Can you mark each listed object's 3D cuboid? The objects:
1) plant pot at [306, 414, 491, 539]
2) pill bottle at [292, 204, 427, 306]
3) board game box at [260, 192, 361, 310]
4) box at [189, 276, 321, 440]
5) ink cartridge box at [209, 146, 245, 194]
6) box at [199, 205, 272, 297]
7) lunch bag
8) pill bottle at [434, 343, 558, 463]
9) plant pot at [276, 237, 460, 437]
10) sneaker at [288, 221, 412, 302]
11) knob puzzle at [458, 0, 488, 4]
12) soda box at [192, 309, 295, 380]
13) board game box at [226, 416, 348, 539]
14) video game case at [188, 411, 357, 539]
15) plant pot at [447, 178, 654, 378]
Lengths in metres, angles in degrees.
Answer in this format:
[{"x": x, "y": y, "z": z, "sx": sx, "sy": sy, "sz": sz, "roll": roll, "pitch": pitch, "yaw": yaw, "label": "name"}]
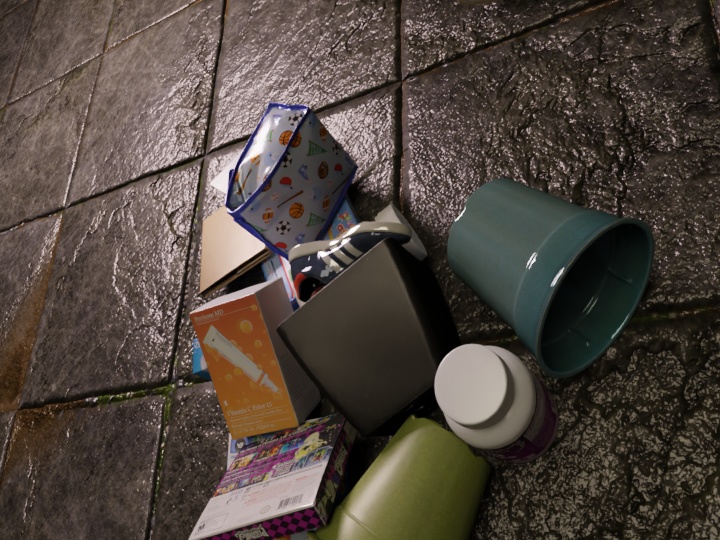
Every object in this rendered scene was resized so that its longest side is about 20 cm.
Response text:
[{"x": 0.066, "y": 0.291, "z": 0.732, "sx": 0.196, "sy": 0.201, "sz": 0.192, "roll": 22, "pitch": 68, "yaw": 37, "label": "plant pot"}, {"x": 0.000, "y": 0.000, "z": 0.930, "sx": 0.198, "sy": 0.114, "sz": 0.116, "roll": -39, "pitch": 54, "yaw": 12, "label": "pill bottle"}, {"x": -0.085, "y": -0.038, "z": 1.050, "sx": 0.198, "sy": 0.036, "sz": 0.154, "roll": -37, "pitch": 53, "yaw": 14, "label": "board game box"}, {"x": -0.156, "y": 0.132, "z": 0.916, "sx": 0.121, "sy": 0.097, "sz": 0.207, "roll": -16, "pitch": 97, "yaw": 21, "label": "box"}, {"x": -0.165, "y": -0.190, "z": 1.136, "sx": 0.171, "sy": 0.044, "sz": 0.201, "roll": 28, "pitch": 70, "yaw": 38, "label": "ink cartridge box"}, {"x": -0.239, "y": -0.065, "z": 1.143, "sx": 0.161, "sy": 0.021, "sz": 0.204, "roll": -31, "pitch": 44, "yaw": 18, "label": "box"}, {"x": -0.120, "y": -0.138, "z": 0.988, "sx": 0.121, "sy": 0.169, "sz": 0.205, "roll": 15, "pitch": 74, "yaw": 40, "label": "lunch bag"}, {"x": 0.159, "y": 0.155, "z": 0.705, "sx": 0.109, "sy": 0.199, "sz": 0.116, "roll": -13, "pitch": 62, "yaw": 26, "label": "pill bottle"}, {"x": 0.039, "y": 0.109, "z": 0.820, "sx": 0.198, "sy": 0.199, "sz": 0.180, "roll": -38, "pitch": 66, "yaw": 11, "label": "plant pot"}, {"x": -0.013, "y": -0.005, "z": 0.835, "sx": 0.195, "sy": 0.074, "sz": 0.088, "roll": -17, "pitch": 69, "yaw": 31, "label": "sneaker"}, {"x": 0.224, "y": -0.504, "z": 0.972, "sx": 0.214, "sy": 0.219, "sz": 0.031, "roll": -20, "pitch": 59, "yaw": 23, "label": "knob puzzle"}, {"x": -0.192, "y": 0.125, "z": 1.027, "sx": 0.195, "sy": 0.068, "sz": 0.066, "roll": -24, "pitch": 58, "yaw": 22, "label": "soda box"}, {"x": -0.111, "y": 0.334, "z": 0.890, "sx": 0.194, "sy": 0.056, "sz": 0.202, "roll": -15, "pitch": 62, "yaw": 27, "label": "board game box"}, {"x": -0.108, "y": 0.274, "z": 0.789, "sx": 0.195, "sy": 0.037, "sz": 0.182, "roll": -25, "pitch": 16, "yaw": 21, "label": "video game case"}, {"x": 0.222, "y": -0.010, "z": 0.756, "sx": 0.202, "sy": 0.199, "sz": 0.196, "roll": -51, "pitch": 45, "yaw": 2, "label": "plant pot"}]
